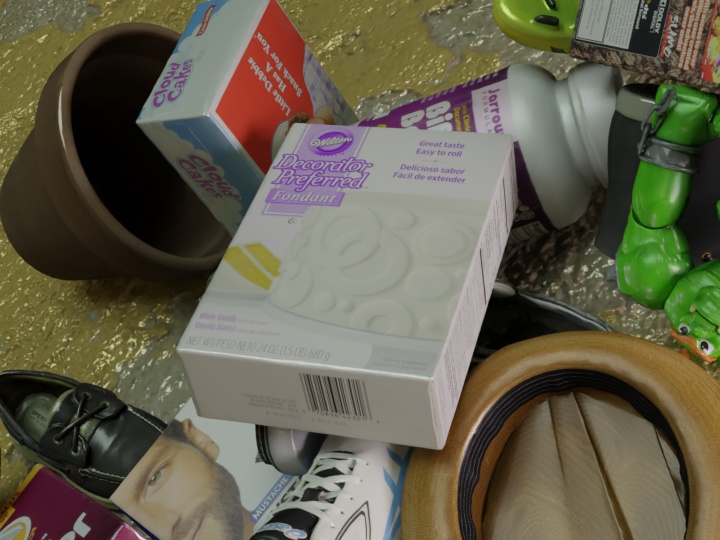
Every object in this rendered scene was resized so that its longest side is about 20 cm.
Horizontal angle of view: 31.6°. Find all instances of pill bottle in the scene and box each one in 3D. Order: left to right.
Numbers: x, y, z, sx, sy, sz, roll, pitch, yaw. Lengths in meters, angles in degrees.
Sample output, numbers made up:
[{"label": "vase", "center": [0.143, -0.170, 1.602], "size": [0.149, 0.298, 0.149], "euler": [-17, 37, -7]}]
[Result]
[{"label": "pill bottle", "center": [0.085, -0.071, 0.848], "size": [0.199, 0.112, 0.113], "euler": [-18, 44, 19]}]

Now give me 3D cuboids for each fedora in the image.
[{"label": "fedora", "center": [0.117, 0.130, 0.661], "size": [0.199, 0.082, 0.202], "euler": [-12, 55, 17]}]

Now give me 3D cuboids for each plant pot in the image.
[{"label": "plant pot", "center": [-0.199, -0.073, 1.019], "size": [0.174, 0.200, 0.201], "euler": [-22, 41, 42]}]

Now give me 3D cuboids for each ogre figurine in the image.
[{"label": "ogre figurine", "center": [0.218, 0.001, 0.681], "size": [0.120, 0.199, 0.098], "euler": [-61, -6, 24]}]

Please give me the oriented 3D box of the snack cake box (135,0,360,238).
[{"label": "snack cake box", "center": [-0.057, -0.081, 0.894], "size": [0.067, 0.200, 0.116], "euler": [-1, 52, 35]}]

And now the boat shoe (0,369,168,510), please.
[{"label": "boat shoe", "center": [-0.204, 0.117, 0.922], "size": [0.200, 0.066, 0.072], "euler": [12, 60, 42]}]

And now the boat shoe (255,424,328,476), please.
[{"label": "boat shoe", "center": [-0.051, 0.044, 0.786], "size": [0.056, 0.069, 0.201], "euler": [-15, 43, 15]}]

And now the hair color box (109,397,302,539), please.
[{"label": "hair color box", "center": [-0.056, 0.152, 0.786], "size": [0.199, 0.065, 0.110], "euler": [21, 67, 46]}]

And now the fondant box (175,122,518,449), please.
[{"label": "fondant box", "center": [0.000, 0.000, 0.725], "size": [0.143, 0.059, 0.201], "euler": [5, 43, 18]}]

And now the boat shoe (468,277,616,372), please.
[{"label": "boat shoe", "center": [0.084, 0.033, 0.781], "size": [0.199, 0.071, 0.072], "euler": [13, 50, 38]}]

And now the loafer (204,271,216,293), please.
[{"label": "loafer", "center": [-0.053, 0.057, 0.862], "size": [0.070, 0.075, 0.199], "euler": [-47, 42, -17]}]

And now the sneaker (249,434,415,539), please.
[{"label": "sneaker", "center": [-0.019, 0.137, 0.665], "size": [0.071, 0.073, 0.201], "euler": [-1, 40, 28]}]

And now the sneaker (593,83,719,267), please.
[{"label": "sneaker", "center": [0.242, -0.040, 0.754], "size": [0.198, 0.107, 0.075], "euler": [15, 23, 15]}]

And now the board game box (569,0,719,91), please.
[{"label": "board game box", "center": [0.229, -0.175, 0.697], "size": [0.200, 0.096, 0.161], "euler": [29, 111, 53]}]

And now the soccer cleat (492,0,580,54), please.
[{"label": "soccer cleat", "center": [0.165, -0.162, 0.845], "size": [0.199, 0.084, 0.065], "euler": [-12, 67, -31]}]

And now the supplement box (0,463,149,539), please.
[{"label": "supplement box", "center": [-0.170, 0.208, 0.744], "size": [0.131, 0.103, 0.200], "euler": [-52, 23, -17]}]
